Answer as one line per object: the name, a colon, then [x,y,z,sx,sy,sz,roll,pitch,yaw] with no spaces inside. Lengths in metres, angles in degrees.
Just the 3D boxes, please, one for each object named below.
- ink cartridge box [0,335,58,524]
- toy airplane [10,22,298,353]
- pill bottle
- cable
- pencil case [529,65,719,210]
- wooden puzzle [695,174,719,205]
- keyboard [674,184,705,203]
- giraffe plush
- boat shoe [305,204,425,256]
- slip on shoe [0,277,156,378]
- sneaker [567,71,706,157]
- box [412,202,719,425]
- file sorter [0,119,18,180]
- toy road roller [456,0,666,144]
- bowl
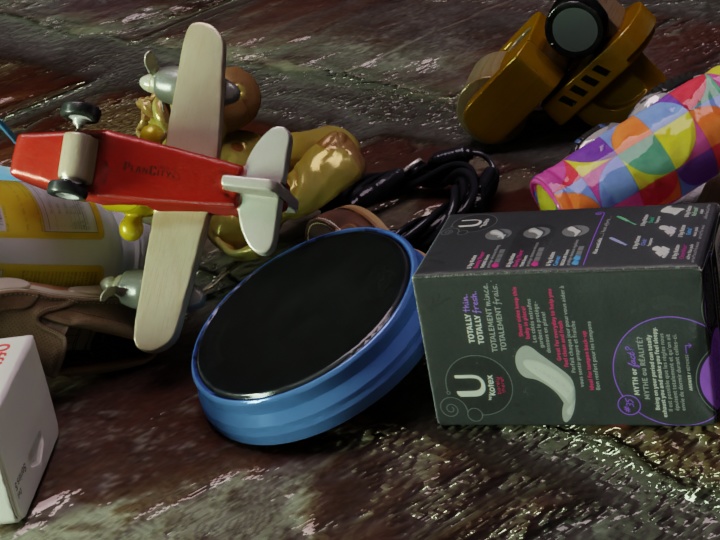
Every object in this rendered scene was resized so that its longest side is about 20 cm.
ink cartridge box: [-0.331,0.122,1.342,0.199,0.085,0.146,-8,23,6]
toy airplane: [-0.144,-0.066,1.461,0.200,0.200,0.141,-36,-3,-12]
pill bottle: [-0.264,-0.015,1.508,0.199,0.113,0.112,1,11,-41]
cable: [0.032,-0.059,1.646,0.162,0.051,0.200,-2,25,20]
pencil case: [0.239,-0.086,1.536,0.199,0.089,0.088,-29,26,-5]
wooden puzzle: [0.383,-0.085,1.565,0.184,0.037,0.200,3,26,23]
keyboard: [0.255,-0.033,1.543,0.056,0.011,0.200,5,28,33]
giraffe plush: [-0.115,-0.101,1.609,0.200,0.163,0.172,-41,11,-29]
boat shoe: [0.000,0.000,1.498,0.070,0.071,0.200,-17,24,-24]
slip on shoe: [-0.248,0.053,1.447,0.199,0.076,0.061,1,38,-41]
sneaker: [0.268,-0.109,1.651,0.077,0.076,0.200,25,48,38]
box: [0.150,0.031,1.298,0.199,0.123,0.106,-1,25,19]
file sorter: [-0.374,-0.038,1.579,0.138,0.123,0.201,10,60,40]
toy road roller: [0.204,-0.181,1.805,0.200,0.146,0.123,-42,9,28]
bowl: [-0.036,0.043,1.375,0.200,0.039,0.201,-23,31,15]
